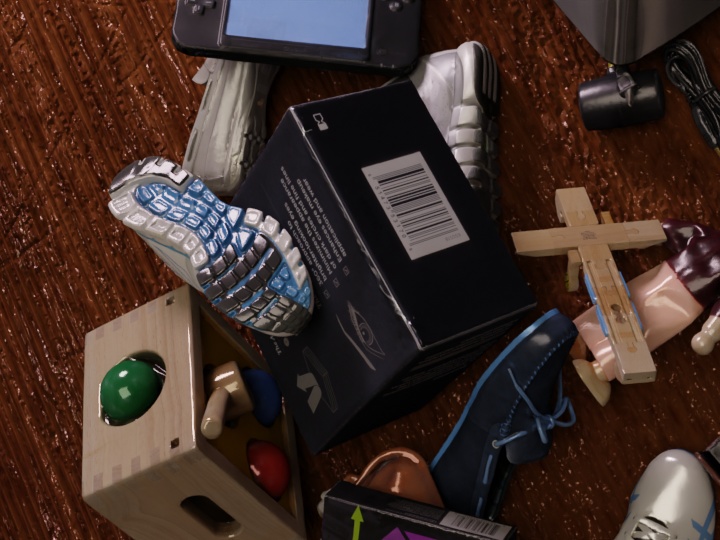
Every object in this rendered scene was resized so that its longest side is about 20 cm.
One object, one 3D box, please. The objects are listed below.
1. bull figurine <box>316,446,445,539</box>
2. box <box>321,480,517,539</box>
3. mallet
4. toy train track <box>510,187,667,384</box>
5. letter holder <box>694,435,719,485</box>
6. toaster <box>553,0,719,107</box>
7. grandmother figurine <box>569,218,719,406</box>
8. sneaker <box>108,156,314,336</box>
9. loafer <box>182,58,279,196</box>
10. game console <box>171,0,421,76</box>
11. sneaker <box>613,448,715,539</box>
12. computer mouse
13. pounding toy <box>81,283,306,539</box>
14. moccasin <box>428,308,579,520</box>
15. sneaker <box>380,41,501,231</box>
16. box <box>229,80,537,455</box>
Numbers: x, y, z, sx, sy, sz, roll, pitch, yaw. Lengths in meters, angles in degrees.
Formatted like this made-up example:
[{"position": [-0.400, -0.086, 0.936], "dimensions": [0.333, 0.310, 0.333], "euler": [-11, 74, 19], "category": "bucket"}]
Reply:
[{"position": [0.042, 0.237, 1.048], "dimensions": [0.121, 0.065, 0.202], "euler": [-23, 87, 20], "category": "bull figurine"}, {"position": [0.035, 0.268, 1.004], "dimensions": [0.142, 0.036, 0.202], "euler": [10, 108, 21], "category": "box"}, {"position": [0.206, -0.209, 1.062], "dimensions": [0.065, 0.041, 0.202], "euler": [0, 80, 20], "category": "mallet"}, {"position": [0.175, 0.014, 0.990], "dimensions": [0.113, 0.033, 0.201], "euler": [-5, 41, -5], "category": "toy train track"}, {"position": [0.328, 0.168, 0.917], "dimensions": [0.101, 0.142, 0.200], "euler": [-44, 72, 10], "category": "letter holder"}, {"position": [0.208, -0.265, 0.998], "dimensions": [0.180, 0.119, 0.201], "euler": [-35, 70, -1], "category": "toaster"}, {"position": [0.241, 0.010, 1.013], "dimensions": [0.199, 0.061, 0.122], "euler": [-34, 60, 12], "category": "grandmother figurine"}, {"position": [-0.100, -0.009, 1.013], "dimensions": [0.075, 0.087, 0.200], "euler": [-44, 57, -11], "category": "sneaker"}, {"position": [-0.109, -0.164, 1.153], "dimensions": [0.069, 0.070, 0.202], "euler": [10, 86, 19], "category": "loafer"}, {"position": [-0.044, -0.262, 1.076], "dimensions": [0.198, 0.117, 0.177], "euler": [6, 59, -1], "category": "game console"}, {"position": [0.204, 0.227, 0.995], "dimensions": [0.071, 0.072, 0.202], "euler": [23, 91, 22], "category": "sneaker"}, {"position": [0.331, -0.164, 1.004], "dimensions": [0.199, 0.044, 0.110], "euler": [-29, 74, 15], "category": "computer mouse"}, {"position": [-0.119, 0.118, 1.023], "dimensions": [0.141, 0.200, 0.185], "euler": [-25, 45, 16], "category": "pounding toy"}, {"position": [0.119, 0.114, 1.015], "dimensions": [0.068, 0.080, 0.201], "euler": [46, 136, 24], "category": "moccasin"}, {"position": [0.050, -0.080, 1.091], "dimensions": [0.114, 0.075, 0.202], "euler": [-2, 73, 25], "category": "sneaker"}, {"position": [0.000, 0.000, 1.021], "dimensions": [0.198, 0.117, 0.200], "euler": [62, 145, 15], "category": "box"}]
